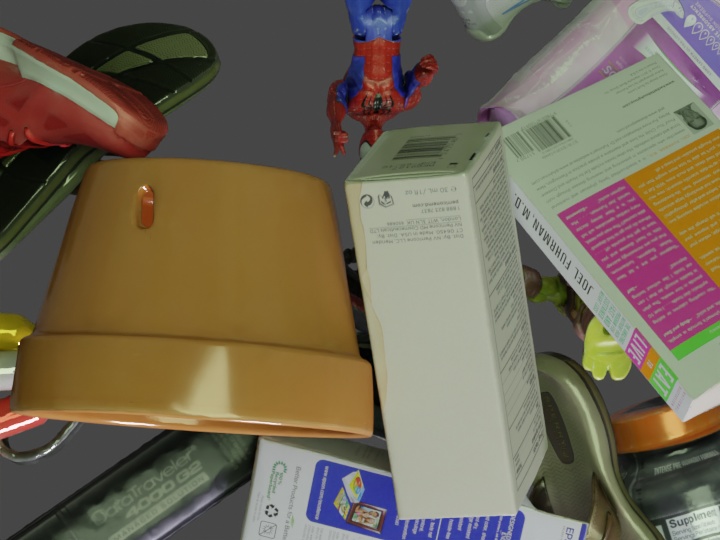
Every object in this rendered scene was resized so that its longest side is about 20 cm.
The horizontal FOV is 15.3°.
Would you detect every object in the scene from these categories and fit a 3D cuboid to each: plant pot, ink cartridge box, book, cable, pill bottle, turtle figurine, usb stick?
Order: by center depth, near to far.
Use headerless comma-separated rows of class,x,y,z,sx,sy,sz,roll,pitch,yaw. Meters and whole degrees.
plant pot,-0.087,0.016,1.467,0.199,0.200,0.141,6,85,-11
book,0.174,-0.022,1.513,0.133,0.048,0.200,-25,64,-25
cable,-0.152,0.056,1.561,0.199,0.050,0.097,-13,91,3
ink cartridge box,0.029,0.159,1.568,0.199,0.037,0.095,15,110,9
usb stick,-0.131,0.138,1.586,0.200,0.033,0.056,-35,89,-11
turtle figurine,0.154,0.025,1.588,0.199,0.161,0.065,21,97,-19
pill bottle,0.210,0.173,1.618,0.106,0.106,0.201,-18,91,-12

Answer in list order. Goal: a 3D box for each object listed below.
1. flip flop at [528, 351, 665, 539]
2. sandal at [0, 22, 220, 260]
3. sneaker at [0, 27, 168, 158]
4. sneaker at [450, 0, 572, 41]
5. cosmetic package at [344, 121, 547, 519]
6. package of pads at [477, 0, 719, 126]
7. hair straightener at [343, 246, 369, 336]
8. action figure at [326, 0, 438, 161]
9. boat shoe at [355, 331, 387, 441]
flip flop,0.129,0.147,1.568,0.057,0.081,0.201,-22,94,-44
sandal,-0.166,-0.072,1.574,0.201,0.080,0.057,-40,140,1
sneaker,-0.202,-0.074,1.528,0.078,0.200,0.116,20,96,-53
sneaker,0.126,-0.212,1.642,0.200,0.075,0.087,-35,128,-17
cosmetic package,0.050,0.027,1.490,0.073,0.104,0.201,-3,107,16
package of pads,0.180,-0.120,1.637,0.200,0.076,0.121,-44,94,-10
hair straightener,0.000,0.000,1.592,0.200,0.041,0.077,28,38,9
action figure,0.012,-0.145,1.570,0.065,0.099,0.201,-2,116,-6
boat shoe,0.045,0.078,1.609,0.199,0.062,0.073,15,82,-12
